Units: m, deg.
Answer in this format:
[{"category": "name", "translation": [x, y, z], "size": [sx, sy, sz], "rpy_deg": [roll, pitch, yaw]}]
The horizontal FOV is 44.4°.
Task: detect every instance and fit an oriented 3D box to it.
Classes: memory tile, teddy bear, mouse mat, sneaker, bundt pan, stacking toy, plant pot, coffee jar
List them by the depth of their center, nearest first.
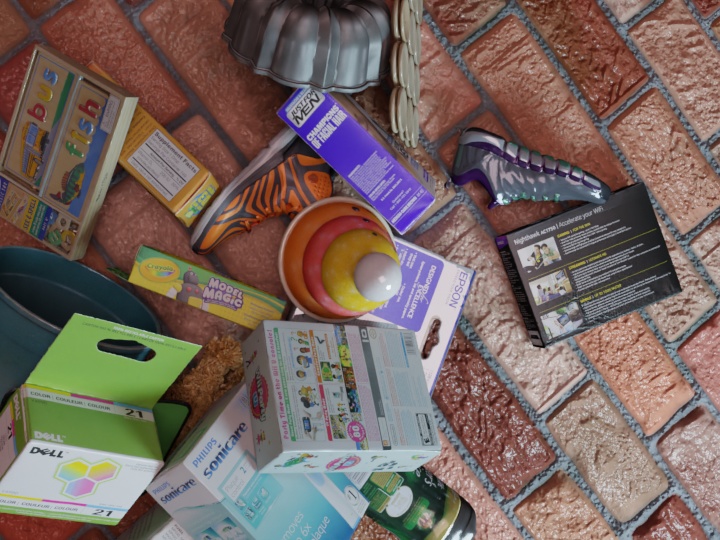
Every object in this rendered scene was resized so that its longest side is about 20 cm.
[{"category": "mouse mat", "translation": [-0.293, 0.187, 0.930], "size": [0.198, 0.008, 0.162], "rpy_deg": [11, 125, -35]}, {"category": "stacking toy", "translation": [0.000, 0.000, 0.950], "size": [0.144, 0.200, 0.148], "rpy_deg": [-3, 99, -18]}, {"category": "plant pot", "translation": [-0.348, 0.106, 0.957], "size": [0.198, 0.200, 0.189], "rpy_deg": [29, 100, -8]}, {"category": "bundt pan", "translation": [-0.052, -0.283, 0.988], "size": [0.199, 0.203, 0.076], "rpy_deg": [11, 128, -9]}, {"category": "teddy bear", "translation": [-0.197, 0.161, 1.021], "size": [0.198, 0.067, 0.146], "rpy_deg": [-26, 131, -14]}, {"category": "memory tile", "translation": [0.053, -0.253, 1.032], "size": [0.017, 0.153, 0.203], "rpy_deg": [2, 90, 11]}, {"category": "sneaker", "translation": [-0.104, -0.072, 1.043], "size": [0.112, 0.078, 0.200], "rpy_deg": [44, 84, -5]}, {"category": "coffee jar", "translation": [0.044, 0.265, 1.054], "size": [0.199, 0.104, 0.086], "rpy_deg": [38, 85, -8]}, {"category": "sneaker", "translation": [0.206, -0.106, 1.096], "size": [0.198, 0.074, 0.089], "rpy_deg": [23, 98, 7]}]

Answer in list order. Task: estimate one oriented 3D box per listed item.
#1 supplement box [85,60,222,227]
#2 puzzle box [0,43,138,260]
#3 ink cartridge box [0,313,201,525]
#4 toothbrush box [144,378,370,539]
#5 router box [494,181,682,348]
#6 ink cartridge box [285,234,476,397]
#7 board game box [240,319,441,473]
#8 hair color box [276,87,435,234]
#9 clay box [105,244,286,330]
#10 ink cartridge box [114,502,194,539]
[{"category": "supplement box", "translation": [-0.250, -0.142, 1.002], "size": [0.069, 0.067, 0.200], "rpy_deg": [-44, 81, -6]}, {"category": "puzzle box", "translation": [-0.334, -0.130, 0.977], "size": [0.132, 0.025, 0.202], "rpy_deg": [29, 108, 14]}, {"category": "ink cartridge box", "translation": [-0.257, 0.149, 0.852], "size": [0.147, 0.076, 0.200], "rpy_deg": [20, 120, -39]}, {"category": "toothbrush box", "translation": [-0.105, 0.239, 0.939], "size": [0.200, 0.147, 0.085], "rpy_deg": [48, 128, -7]}, {"category": "router box", "translation": [0.289, -0.007, 1.115], "size": [0.198, 0.051, 0.151], "rpy_deg": [-20, 92, -8]}, {"category": "ink cartridge box", "translation": [0.016, 0.055, 1.080], "size": [0.198, 0.047, 0.200], "rpy_deg": [22, 86, -10]}, {"category": "board game box", "translation": [-0.021, 0.138, 0.958], "size": [0.198, 0.064, 0.149], "rpy_deg": [8, 56, -32]}, {"category": "hair color box", "translation": [0.000, -0.143, 1.034], "size": [0.200, 0.109, 0.065], "rpy_deg": [42, 106, -8]}, {"category": "clay box", "translation": [-0.186, 0.018, 1.012], "size": [0.198, 0.115, 0.048], "rpy_deg": [23, 86, -9]}, {"category": "ink cartridge box", "translation": [-0.236, 0.334, 0.990], "size": [0.199, 0.146, 0.083], "rpy_deg": [-41, 96, -6]}]
